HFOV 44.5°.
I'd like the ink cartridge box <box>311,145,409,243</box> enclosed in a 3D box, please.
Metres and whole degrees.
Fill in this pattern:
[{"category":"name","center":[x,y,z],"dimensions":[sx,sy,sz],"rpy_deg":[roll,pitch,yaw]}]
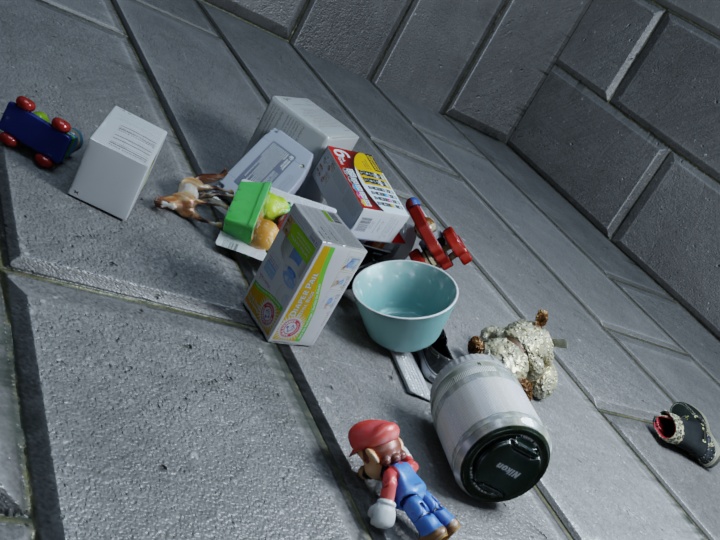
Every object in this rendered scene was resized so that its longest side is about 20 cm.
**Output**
[{"category":"ink cartridge box","center":[0.014,-0.160,1.890],"dimensions":[0.173,0.084,0.202],"rpy_deg":[6,42,-40]}]

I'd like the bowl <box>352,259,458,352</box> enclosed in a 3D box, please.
[{"category":"bowl","center":[0.081,0.076,1.638],"dimensions":[0.196,0.107,0.202],"rpy_deg":[1,32,-1]}]

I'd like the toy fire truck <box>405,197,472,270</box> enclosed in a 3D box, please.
[{"category":"toy fire truck","center":[0.150,-0.073,1.920],"dimensions":[0.170,0.111,0.200],"rpy_deg":[60,9,19]}]

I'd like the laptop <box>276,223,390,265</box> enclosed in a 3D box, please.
[{"category":"laptop","center":[-0.067,-0.073,1.821],"dimensions":[0.175,0.104,0.201],"rpy_deg":[14,29,-40]}]

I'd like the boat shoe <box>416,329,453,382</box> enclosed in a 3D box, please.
[{"category":"boat shoe","center":[0.140,0.138,1.693],"dimensions":[0.069,0.067,0.201],"rpy_deg":[26,21,-15]}]

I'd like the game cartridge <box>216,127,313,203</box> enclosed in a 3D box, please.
[{"category":"game cartridge","center":[-0.195,-0.199,1.858],"dimensions":[0.132,0.042,0.201],"rpy_deg":[38,65,8]}]

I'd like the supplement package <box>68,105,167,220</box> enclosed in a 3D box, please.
[{"category":"supplement package","center":[-0.426,-0.193,1.561],"dimensions":[0.108,0.115,0.201],"rpy_deg":[25,22,-14]}]

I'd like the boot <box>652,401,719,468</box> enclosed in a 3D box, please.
[{"category":"boot","center":[0.743,0.355,2.054],"dimensions":[0.152,0.074,0.205],"rpy_deg":[29,23,-21]}]

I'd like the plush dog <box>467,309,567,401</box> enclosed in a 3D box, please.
[{"category":"plush dog","center":[0.312,0.173,1.785],"dimensions":[0.199,0.162,0.171],"rpy_deg":[39,45,20]}]

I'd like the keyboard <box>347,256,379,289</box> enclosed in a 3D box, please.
[{"category":"keyboard","center":[0.000,0.000,1.767],"dimensions":[0.200,0.102,0.041],"rpy_deg":[-34,112,-68]}]

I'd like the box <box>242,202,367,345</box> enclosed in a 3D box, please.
[{"category":"box","center":[-0.095,0.011,1.450],"dimensions":[0.100,0.202,0.113],"rpy_deg":[10,30,-43]}]

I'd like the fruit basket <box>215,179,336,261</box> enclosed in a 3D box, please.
[{"category":"fruit basket","center":[-0.157,-0.079,1.664],"dimensions":[0.196,0.094,0.188],"rpy_deg":[21,48,-8]}]

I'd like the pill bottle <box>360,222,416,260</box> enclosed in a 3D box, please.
[{"category":"pill bottle","center":[0.024,-0.099,2.006],"dimensions":[0.197,0.111,0.110],"rpy_deg":[25,21,-17]}]

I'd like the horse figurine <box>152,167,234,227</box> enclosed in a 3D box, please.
[{"category":"horse figurine","center":[-0.311,-0.142,1.687],"dimensions":[0.129,0.051,0.201],"rpy_deg":[13,30,-2]}]

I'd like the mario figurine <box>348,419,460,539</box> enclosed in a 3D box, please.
[{"category":"mario figurine","center":[0.044,0.299,1.215],"dimensions":[0.201,0.105,0.124],"rpy_deg":[53,-9,23]}]

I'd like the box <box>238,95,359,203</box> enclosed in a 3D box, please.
[{"category":"box","center":[-0.142,-0.268,2.016],"dimensions":[0.170,0.201,0.199],"rpy_deg":[36,20,13]}]

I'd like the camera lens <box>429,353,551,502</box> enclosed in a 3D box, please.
[{"category":"camera lens","center":[0.201,0.249,1.395],"dimensions":[0.157,0.162,0.201],"rpy_deg":[22,22,-23]}]

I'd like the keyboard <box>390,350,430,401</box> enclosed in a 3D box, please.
[{"category":"keyboard","center":[0.085,0.170,1.624],"dimensions":[0.055,0.011,0.201],"rpy_deg":[22,23,-25]}]

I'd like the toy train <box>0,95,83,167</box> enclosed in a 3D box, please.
[{"category":"toy train","center":[-0.588,-0.264,1.547],"dimensions":[0.197,0.086,0.116],"rpy_deg":[31,10,-4]}]
